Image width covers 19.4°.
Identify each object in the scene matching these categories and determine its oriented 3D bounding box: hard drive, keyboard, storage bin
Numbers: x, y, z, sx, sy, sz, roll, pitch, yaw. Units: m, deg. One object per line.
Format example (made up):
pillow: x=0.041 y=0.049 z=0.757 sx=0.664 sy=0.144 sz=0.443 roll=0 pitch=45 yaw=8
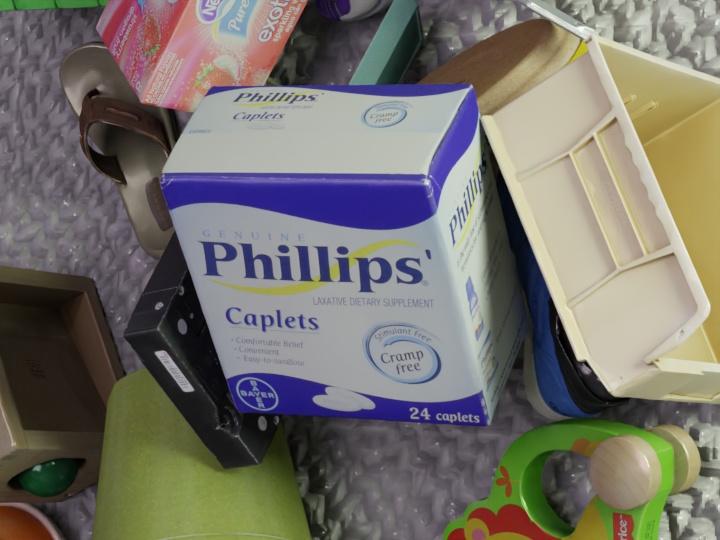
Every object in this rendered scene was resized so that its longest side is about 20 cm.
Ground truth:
hard drive: x=-0.085 y=0.020 z=1.476 sx=0.038 sy=0.140 sz=0.200 roll=-10 pitch=40 yaw=32
keyboard: x=0.105 y=-0.182 z=1.409 sx=0.011 sy=0.056 sz=0.200 roll=-65 pitch=19 yaw=10
storage bin: x=0.193 y=-0.024 z=1.313 sx=0.094 sy=0.200 sz=0.199 roll=-31 pitch=69 yaw=28

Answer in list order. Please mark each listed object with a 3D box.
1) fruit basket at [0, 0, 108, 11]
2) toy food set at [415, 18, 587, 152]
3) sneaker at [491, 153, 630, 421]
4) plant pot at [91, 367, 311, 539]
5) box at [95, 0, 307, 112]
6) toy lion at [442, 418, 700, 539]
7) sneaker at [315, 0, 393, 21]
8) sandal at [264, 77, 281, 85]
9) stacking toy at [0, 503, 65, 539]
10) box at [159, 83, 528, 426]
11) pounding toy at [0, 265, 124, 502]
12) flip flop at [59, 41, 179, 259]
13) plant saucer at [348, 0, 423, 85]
fruit basket: x=-0.216 y=-0.311 z=1.661 sx=0.216 sy=0.155 sz=0.216 roll=10 pitch=108 yaw=32
toy food set: x=0.071 y=-0.103 z=1.429 sx=0.198 sy=0.200 sz=0.049 roll=-26 pitch=107 yaw=35
sneaker: x=0.143 y=-0.003 z=1.394 sx=0.111 sy=0.077 sz=0.200 roll=160 pitch=105 yaw=-67
plant pot: x=-0.117 y=0.171 z=1.523 sx=0.200 sy=0.200 sz=0.190 roll=-21 pitch=63 yaw=30
box: x=-0.098 y=-0.219 z=1.516 sx=0.200 sy=0.095 sz=0.103 roll=-59 pitch=43 yaw=28
toy lion: x=0.130 y=0.196 z=1.407 sx=0.192 sy=0.069 sz=0.200 roll=5 pitch=99 yaw=40
sneaker: x=-0.022 y=-0.281 z=1.563 sx=0.083 sy=0.081 sz=0.200 roll=-18 pitch=72 yaw=44
sandal: x=-0.086 y=-0.118 z=1.595 sx=0.201 sy=0.057 sz=0.080 roll=37 pitch=105 yaw=31
stacking toy: x=-0.332 y=0.249 z=1.633 sx=0.146 sy=0.200 sz=0.146 roll=-4 pitch=82 yaw=33
box: x=-0.007 y=-0.010 z=1.335 sx=0.184 sy=0.105 sz=0.200 roll=1 pitch=129 yaw=23
pounding toy: x=-0.287 y=0.117 z=1.627 sx=0.142 sy=0.184 sz=0.200 roll=-31 pitch=69 yaw=27
flip flop: x=-0.186 y=-0.098 z=1.659 sx=0.081 sy=0.058 sz=0.200 roll=-34 pitch=68 yaw=26
plant saucer: x=-0.004 y=-0.103 z=1.493 sx=0.019 sy=0.070 sz=0.200 roll=23 pitch=73 yaw=13
